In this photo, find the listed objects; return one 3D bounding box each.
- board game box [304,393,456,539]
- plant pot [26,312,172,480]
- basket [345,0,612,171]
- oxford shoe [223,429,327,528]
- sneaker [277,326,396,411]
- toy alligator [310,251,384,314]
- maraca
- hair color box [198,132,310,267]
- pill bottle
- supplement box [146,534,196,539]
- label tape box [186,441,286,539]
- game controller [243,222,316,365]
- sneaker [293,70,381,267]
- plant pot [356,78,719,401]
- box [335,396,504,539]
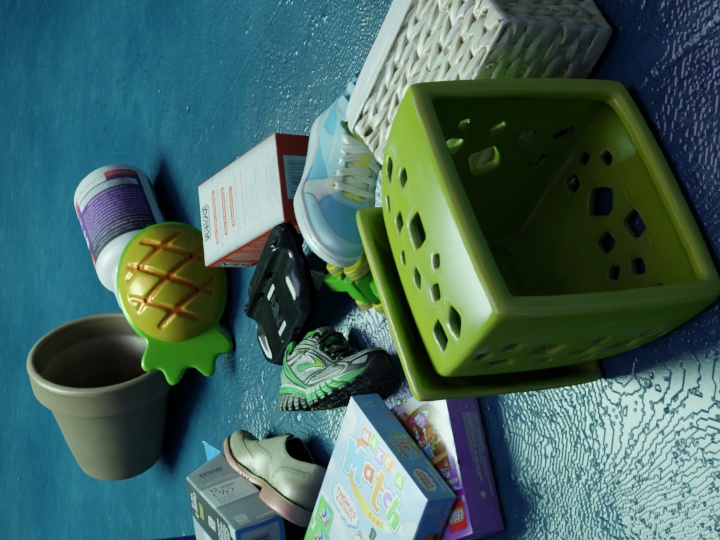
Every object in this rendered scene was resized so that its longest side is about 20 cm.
[{"bbox_3d":[0.011,0.241,1.207,0.151,0.036,0.201,49,130,47],"label":"board game box"},{"bbox_3d":[-0.334,0.178,1.725,0.200,0.199,0.176,41,140,51],"label":"plant pot"},{"bbox_3d":[0.096,-0.161,1.062,0.124,0.135,0.201,59,136,34],"label":"basket"},{"bbox_3d":[-0.089,0.213,1.435,0.074,0.071,0.200,-59,35,0],"label":"oxford shoe"},{"bbox_3d":[-0.033,0.097,1.315,0.200,0.077,0.086,-16,75,58],"label":"sneaker"},{"bbox_3d":[0.000,0.000,1.296,0.054,0.059,0.200,-46,21,-14],"label":"toy alligator"},{"bbox_3d":[-0.228,0.038,1.596,0.107,0.136,0.202,86,171,-81],"label":"maraca"},{"bbox_3d":[-0.114,-0.076,1.466,0.200,0.061,0.102,-23,70,55],"label":"hair color box"},{"bbox_3d":[-0.309,-0.038,1.734,0.112,0.111,0.201,-62,41,37],"label":"pill bottle"},{"bbox_3d":[-0.229,0.438,1.599,0.109,0.109,0.202,-36,60,52],"label":"supplement box"},{"bbox_3d":[-0.152,0.304,1.485,0.200,0.066,0.144,29,130,53],"label":"label tape box"},{"bbox_3d":[-0.086,0.030,1.410,0.105,0.042,0.200,63,157,16],"label":"game controller"},{"bbox_3d":[-0.002,-0.111,1.232,0.131,0.079,0.201,-49,32,44],"label":"sneaker"},{"bbox_3d":[0.115,-0.012,0.974,0.182,0.199,0.200,-56,45,50],"label":"plant pot"},{"bbox_3d":[0.050,0.197,1.214,0.200,0.039,0.138,-35,60,53],"label":"box"}]
